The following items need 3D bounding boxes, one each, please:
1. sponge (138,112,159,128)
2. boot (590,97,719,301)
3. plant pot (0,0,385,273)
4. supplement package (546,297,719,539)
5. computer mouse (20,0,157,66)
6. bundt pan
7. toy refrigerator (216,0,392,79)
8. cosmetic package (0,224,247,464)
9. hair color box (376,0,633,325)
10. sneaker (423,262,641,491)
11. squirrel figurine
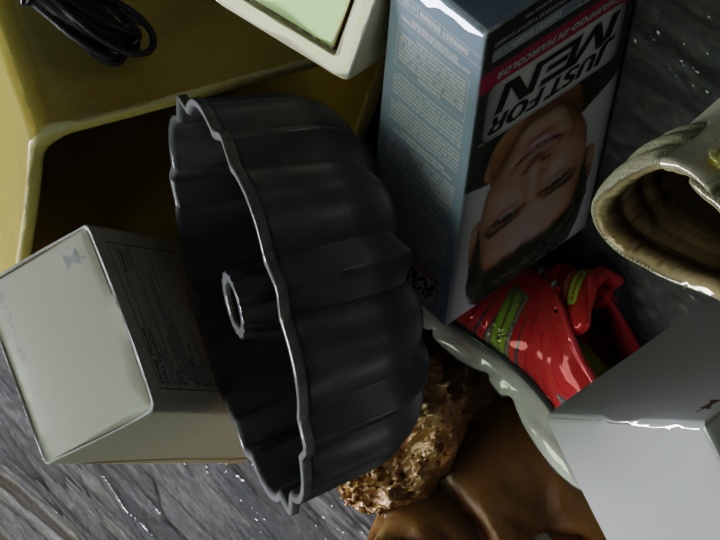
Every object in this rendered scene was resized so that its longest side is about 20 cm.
[{"bbox_3d":[-0.182,-0.145,1.347,0.112,0.030,0.200,-39,69,43],"label":"sponge"},{"bbox_3d":[0.186,-0.049,0.775,0.200,0.155,0.072,0,120,60],"label":"boot"},{"bbox_3d":[-0.123,-0.125,1.194,0.200,0.194,0.196,64,158,22],"label":"plant pot"},{"bbox_3d":[0.196,0.120,0.987,0.121,0.120,0.200,-2,118,62],"label":"supplement package"},{"bbox_3d":[-0.141,-0.201,1.089,0.140,0.200,0.046,29,150,-21],"label":"computer mouse"},{"bbox_3d":[-0.025,0.008,1.053,0.202,0.076,0.202,166,90,-75],"label":"bundt pan"},{"bbox_3d":[0.007,-0.186,0.943,0.076,0.070,0.200,33,129,15],"label":"toy refrigerator"},{"bbox_3d":[-0.100,0.043,1.184,0.073,0.200,0.104,-28,73,22],"label":"cosmetic package"},{"bbox_3d":[0.063,-0.076,1.019,0.061,0.099,0.200,43,151,25],"label":"hair color box"},{"bbox_3d":[0.093,0.017,1.127,0.200,0.077,0.085,46,133,10],"label":"sneaker"},{"bbox_3d":[0.037,0.126,1.189,0.141,0.187,0.200,0,120,60],"label":"squirrel figurine"}]
